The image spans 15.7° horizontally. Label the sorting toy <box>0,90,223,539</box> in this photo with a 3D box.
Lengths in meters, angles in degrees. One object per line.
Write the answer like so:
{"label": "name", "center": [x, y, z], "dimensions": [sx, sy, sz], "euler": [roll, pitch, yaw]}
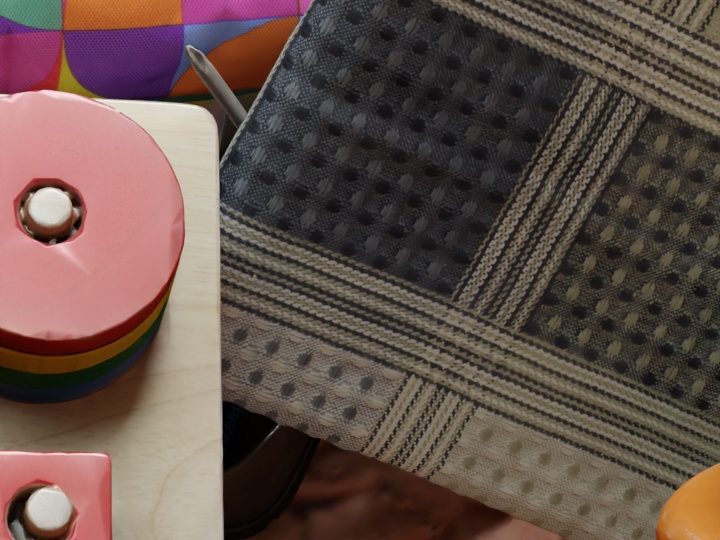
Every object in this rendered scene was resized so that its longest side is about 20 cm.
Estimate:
{"label": "sorting toy", "center": [-0.131, 0.037, 0.656], "dimensions": [0.199, 0.070, 0.199], "euler": [2, 69, -10]}

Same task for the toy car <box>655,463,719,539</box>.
{"label": "toy car", "center": [0.175, 0.091, 0.712], "dimensions": [0.200, 0.150, 0.175], "euler": [25, 17, -6]}

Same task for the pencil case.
{"label": "pencil case", "center": [-0.037, -0.093, 0.776], "dimensions": [0.199, 0.089, 0.088], "euler": [-8, 44, -22]}

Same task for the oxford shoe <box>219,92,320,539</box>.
{"label": "oxford shoe", "center": [-0.019, -0.015, 0.829], "dimensions": [0.072, 0.084, 0.201], "euler": [13, 77, 3]}

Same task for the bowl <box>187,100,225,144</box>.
{"label": "bowl", "center": [-0.052, -0.102, 0.938], "dimensions": [0.200, 0.200, 0.108], "euler": [-34, 94, -23]}

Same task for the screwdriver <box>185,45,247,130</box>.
{"label": "screwdriver", "center": [0.000, 0.000, 0.794], "dimensions": [0.028, 0.200, 0.029], "euler": [-17, 36, 25]}

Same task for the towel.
{"label": "towel", "center": [0.058, -0.018, 0.768], "dimensions": [0.200, 0.193, 0.035], "euler": [24, 17, -21]}
